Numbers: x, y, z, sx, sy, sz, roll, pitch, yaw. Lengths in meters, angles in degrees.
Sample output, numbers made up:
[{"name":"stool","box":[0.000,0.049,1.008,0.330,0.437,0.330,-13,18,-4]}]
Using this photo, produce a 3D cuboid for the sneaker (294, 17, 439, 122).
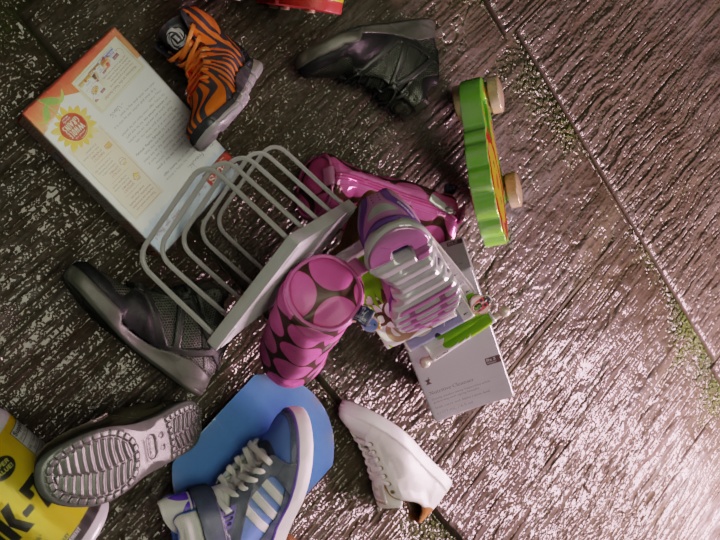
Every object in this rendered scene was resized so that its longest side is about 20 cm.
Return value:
[{"name":"sneaker","box":[0.018,-0.236,1.022,0.197,0.076,0.117,-16,93,-32]}]

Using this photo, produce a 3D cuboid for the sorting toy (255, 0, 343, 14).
[{"name":"sorting toy","box":[-0.112,-0.319,0.891,0.197,0.198,0.071,2,107,-27]}]

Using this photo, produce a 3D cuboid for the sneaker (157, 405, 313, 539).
[{"name":"sneaker","box":[-0.142,0.239,0.911,0.144,0.080,0.204,13,98,-32]}]

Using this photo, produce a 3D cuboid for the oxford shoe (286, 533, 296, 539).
[{"name":"oxford shoe","box":[-0.047,0.379,1.023,0.072,0.071,0.201,-51,119,-35]}]

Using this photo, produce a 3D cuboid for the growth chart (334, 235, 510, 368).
[{"name":"growth chart","box":[0.056,0.028,0.941,0.144,0.018,0.200,-39,117,17]}]

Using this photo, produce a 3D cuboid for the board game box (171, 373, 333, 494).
[{"name":"board game box","box":[-0.126,0.218,0.986,0.200,0.039,0.159,-46,115,-13]}]

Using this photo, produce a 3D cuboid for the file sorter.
[{"name":"file sorter","box":[-0.114,-0.037,0.864,0.124,0.200,0.139,41,110,2]}]

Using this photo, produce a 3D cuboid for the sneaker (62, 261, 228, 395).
[{"name":"sneaker","box":[-0.218,0.034,0.903,0.199,0.076,0.115,41,72,-26]}]

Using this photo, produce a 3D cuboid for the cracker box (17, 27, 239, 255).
[{"name":"cracker box","box":[-0.243,-0.133,0.900,0.134,0.057,0.200,-49,111,-18]}]

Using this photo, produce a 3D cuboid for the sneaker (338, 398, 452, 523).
[{"name":"sneaker","box":[0.033,0.244,1.048,0.200,0.072,0.085,46,70,-23]}]

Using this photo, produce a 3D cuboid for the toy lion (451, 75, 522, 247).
[{"name":"toy lion","box":[0.153,-0.135,1.036,0.067,0.192,0.204,-10,98,15]}]

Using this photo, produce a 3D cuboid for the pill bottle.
[{"name":"pill bottle","box":[-0.356,0.210,0.822,0.200,0.114,0.115,47,72,-20]}]

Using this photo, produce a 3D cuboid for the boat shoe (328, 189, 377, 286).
[{"name":"boat shoe","box":[0.000,0.000,0.971,0.068,0.201,0.072,14,41,-23]}]

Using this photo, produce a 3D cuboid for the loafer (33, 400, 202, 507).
[{"name":"loafer","box":[-0.251,0.181,0.856,0.199,0.069,0.077,-11,101,-55]}]

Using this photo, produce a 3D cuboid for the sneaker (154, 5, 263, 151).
[{"name":"sneaker","box":[-0.174,-0.205,0.883,0.077,0.201,0.112,-40,112,23]}]

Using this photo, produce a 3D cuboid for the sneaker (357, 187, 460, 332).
[{"name":"sneaker","box":[0.045,-0.012,0.864,0.079,0.089,0.201,-26,143,1]}]

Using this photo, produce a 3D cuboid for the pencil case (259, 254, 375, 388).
[{"name":"pencil case","box":[-0.052,0.057,0.892,0.091,0.200,0.094,42,62,3]}]

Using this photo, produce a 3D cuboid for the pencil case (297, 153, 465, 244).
[{"name":"pencil case","box":[0.025,-0.080,1.014,0.197,0.093,0.093,12,81,-27]}]

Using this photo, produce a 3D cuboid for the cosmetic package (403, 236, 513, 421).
[{"name":"cosmetic package","box":[0.107,0.073,1.029,0.111,0.082,0.202,-20,120,9]}]
